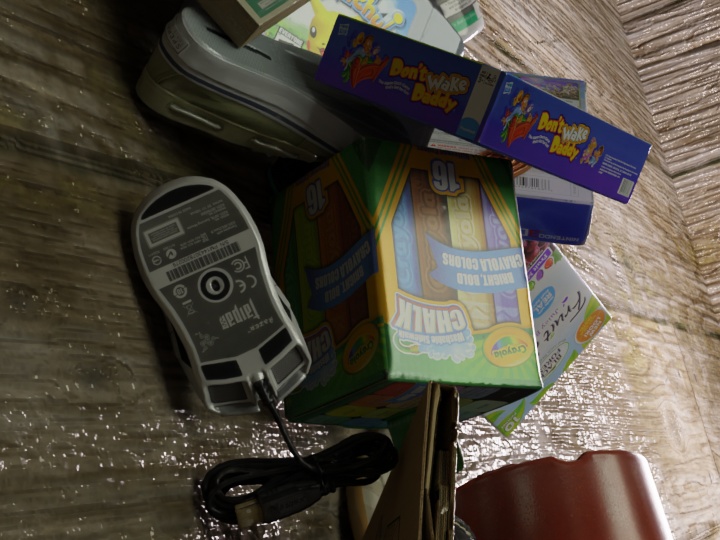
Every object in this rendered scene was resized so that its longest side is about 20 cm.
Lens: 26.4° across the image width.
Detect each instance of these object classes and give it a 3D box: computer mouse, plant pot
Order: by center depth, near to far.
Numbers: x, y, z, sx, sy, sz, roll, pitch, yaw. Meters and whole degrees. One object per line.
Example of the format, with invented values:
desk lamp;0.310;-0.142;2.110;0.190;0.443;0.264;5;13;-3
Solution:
computer mouse;-0.065;0.041;0.864;0.044;0.109;0.201;106;-39;-78
plant pot;0.148;0.239;1.068;0.201;0.200;0.196;32;43;-61

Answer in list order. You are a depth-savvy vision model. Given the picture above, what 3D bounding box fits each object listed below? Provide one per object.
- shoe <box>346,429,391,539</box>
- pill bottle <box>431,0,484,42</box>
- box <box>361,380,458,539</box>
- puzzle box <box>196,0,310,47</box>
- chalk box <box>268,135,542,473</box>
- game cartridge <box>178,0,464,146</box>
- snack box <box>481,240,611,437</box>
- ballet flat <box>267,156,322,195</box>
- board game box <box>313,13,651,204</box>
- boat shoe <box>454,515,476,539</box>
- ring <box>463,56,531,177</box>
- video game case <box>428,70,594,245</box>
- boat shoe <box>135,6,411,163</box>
shoe;0.033;0.141;1.074;0.070;0.053;0.200;62;21;-22
pill bottle;0.024;-0.286;1.364;0.201;0.113;0.113;66;20;-14
box;0.015;0.186;0.842;0.164;0.021;0.200;-84;-170;-49
puzzle box;-0.064;-0.233;0.984;0.133;0.025;0.200;49;41;-2
chalk box;0.027;0.034;0.979;0.124;0.125;0.201;7;68;-33
game cartridge;-0.022;-0.161;1.052;0.200;0.040;0.134;30;67;-24
snack box;0.116;0.039;1.263;0.053;0.142;0.200;42;-1;37
ballet flat;0.000;0.000;1.095;0.068;0.068;0.201;-62;130;-68
board game box;0.083;-0.102;0.991;0.200;0.134;0.045;14;100;-54
boat shoe;0.056;0.247;0.939;0.060;0.074;0.201;-158;-115;-69
ring;0.049;-0.124;1.179;0.201;0.200;0.019;-81;178;-53
video game case;0.079;-0.098;1.200;0.182;0.199;0.046;-81;178;-52
boat shoe;-0.053;-0.105;0.978;0.200;0.062;0.072;24;37;-36
